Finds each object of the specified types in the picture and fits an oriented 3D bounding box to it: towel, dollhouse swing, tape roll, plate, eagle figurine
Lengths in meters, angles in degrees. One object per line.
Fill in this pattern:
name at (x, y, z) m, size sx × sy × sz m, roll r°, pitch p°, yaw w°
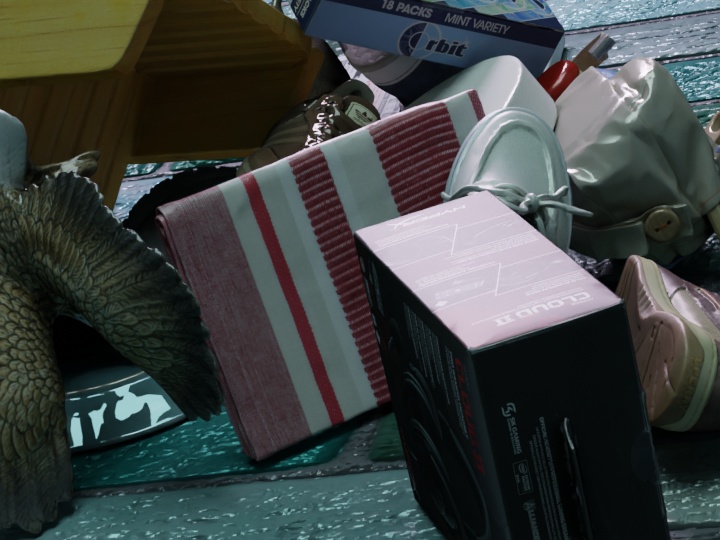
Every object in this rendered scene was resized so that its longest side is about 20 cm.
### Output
towel at (0.000, 0.000, 1.414) m, size 0.200 × 0.144 × 0.023 m, roll -23°, pitch 7°, yaw -23°
dollhouse swing at (-0.140, -0.068, 1.547) m, size 0.181 × 0.176 × 0.200 m, roll -2°, pitch -13°, yaw 25°
tape roll at (0.028, -0.047, 1.543) m, size 0.203 × 0.037 × 0.203 m, roll -38°, pitch 16°, yaw 13°
plate at (-0.154, 0.054, 1.536) m, size 0.199 × 0.026 × 0.200 m, roll -12°, pitch 22°, yaw 5°
eagle figurine at (-0.164, 0.015, 1.393) m, size 0.150 × 0.152 × 0.200 m, roll 2°, pitch 40°, yaw -18°

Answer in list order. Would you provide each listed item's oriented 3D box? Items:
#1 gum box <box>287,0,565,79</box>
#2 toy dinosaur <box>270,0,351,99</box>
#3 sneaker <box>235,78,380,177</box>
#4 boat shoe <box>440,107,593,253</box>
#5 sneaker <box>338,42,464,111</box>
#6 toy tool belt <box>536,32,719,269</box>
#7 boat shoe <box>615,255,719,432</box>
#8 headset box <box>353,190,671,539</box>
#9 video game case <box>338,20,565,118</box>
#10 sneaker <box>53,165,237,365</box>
gum box at (0.016, -0.204, 1.647) m, size 0.169 × 0.045 × 0.200 m, roll 9°, pitch 34°, yaw -30°
toy dinosaur at (-0.028, -0.108, 1.724) m, size 0.077 × 0.201 × 0.102 m, roll 0°, pitch -15°, yaw 7°
sneaker at (-0.023, -0.069, 1.512) m, size 0.076 × 0.070 × 0.200 m, roll -51°, pitch 12°, yaw 10°
boat shoe at (0.076, -0.015, 1.358) m, size 0.074 × 0.086 × 0.202 m, roll 18°, pitch 57°, yaw -4°
sneaker at (0.040, -0.152, 1.751) m, size 0.077 × 0.146 × 0.203 m, roll -40°, pitch 36°, yaw 17°
toy tool belt at (0.162, -0.055, 1.534) m, size 0.125 × 0.123 × 0.200 m, roll -47°, pitch 14°, yaw 4°
boat shoe at (0.169, 0.043, 1.328) m, size 0.072 × 0.072 × 0.200 m, roll 16°, pitch 8°, yaw -8°
headset box at (0.072, 0.066, 1.191) m, size 0.077 × 0.149 × 0.200 m, roll -17°, pitch 22°, yaw -10°
video game case at (0.049, -0.127, 1.876) m, size 0.181 × 0.023 × 0.200 m, roll -9°, pitch 21°, yaw 13°
sneaker at (-0.124, 0.008, 1.523) m, size 0.200 × 0.076 × 0.091 m, roll -28°, pitch 34°, yaw -17°
